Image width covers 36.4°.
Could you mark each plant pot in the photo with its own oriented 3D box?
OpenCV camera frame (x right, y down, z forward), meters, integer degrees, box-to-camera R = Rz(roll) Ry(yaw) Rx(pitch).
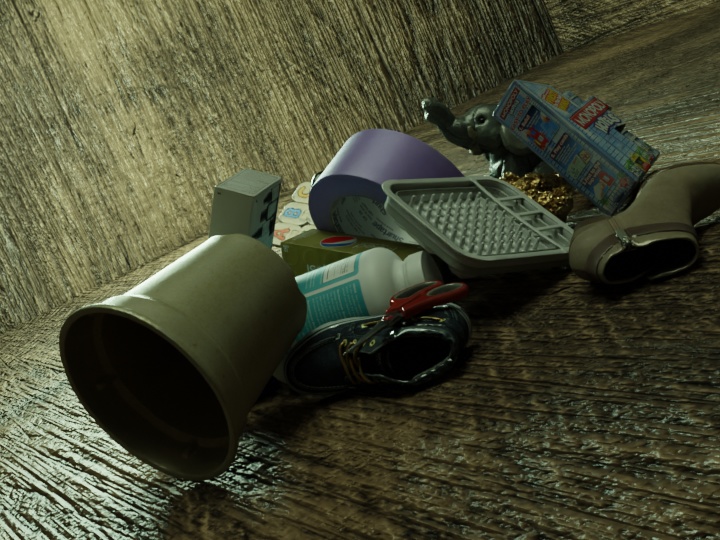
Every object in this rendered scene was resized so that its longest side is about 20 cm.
[{"bbox_3d":[-0.152,0.064,1.055,0.200,0.201,0.184,-14,25,42],"label":"plant pot"}]

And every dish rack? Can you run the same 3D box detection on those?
[{"bbox_3d":[0.131,-0.045,1.196,0.200,0.044,0.172,-5,36,-40],"label":"dish rack"}]

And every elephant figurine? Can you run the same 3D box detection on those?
[{"bbox_3d":[0.204,-0.181,1.546,0.141,0.201,0.155,-20,5,33],"label":"elephant figurine"}]

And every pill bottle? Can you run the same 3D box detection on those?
[{"bbox_3d":[-0.010,0.044,1.178,0.199,0.111,0.111,-20,11,20],"label":"pill bottle"}]

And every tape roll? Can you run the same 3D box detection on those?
[{"bbox_3d":[0.041,-0.070,1.337,0.200,0.200,0.085,-10,38,52],"label":"tape roll"}]

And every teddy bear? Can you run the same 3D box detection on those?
[{"bbox_3d":[0.194,-0.085,1.422,0.200,0.067,0.145,-8,42,45],"label":"teddy bear"}]

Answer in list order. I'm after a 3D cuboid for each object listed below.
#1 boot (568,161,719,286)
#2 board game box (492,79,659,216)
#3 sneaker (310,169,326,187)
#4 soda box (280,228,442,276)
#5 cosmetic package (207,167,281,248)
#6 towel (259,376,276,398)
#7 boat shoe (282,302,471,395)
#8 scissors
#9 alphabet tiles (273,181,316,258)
[{"bbox_3d":[0.297,-0.040,1.067,0.199,0.070,0.146,-25,17,4],"label":"boot"},{"bbox_3d":[0.278,-0.177,1.398,0.062,0.200,0.200,-59,-10,33],"label":"board game box"},{"bbox_3d":[0.026,-0.115,1.444,0.199,0.091,0.076,8,57,20],"label":"sneaker"},{"bbox_3d":[0.000,0.000,1.310,0.200,0.068,0.064,10,24,38],"label":"soda box"},{"bbox_3d":[-0.133,-0.003,1.202,0.050,0.201,0.083,16,24,15],"label":"cosmetic package"},{"bbox_3d":[-0.134,0.114,1.300,0.147,0.050,0.200,-27,9,26],"label":"towel"},{"bbox_3d":[0.006,0.081,1.055,0.200,0.071,0.091,-19,7,17],"label":"boat shoe"},{"bbox_3d":[0.027,0.045,1.026,0.073,0.014,0.200,1,19,42],"label":"scissors"},{"bbox_3d":[-0.025,-0.068,1.491,0.195,0.015,0.200,11,55,29],"label":"alphabet tiles"}]
